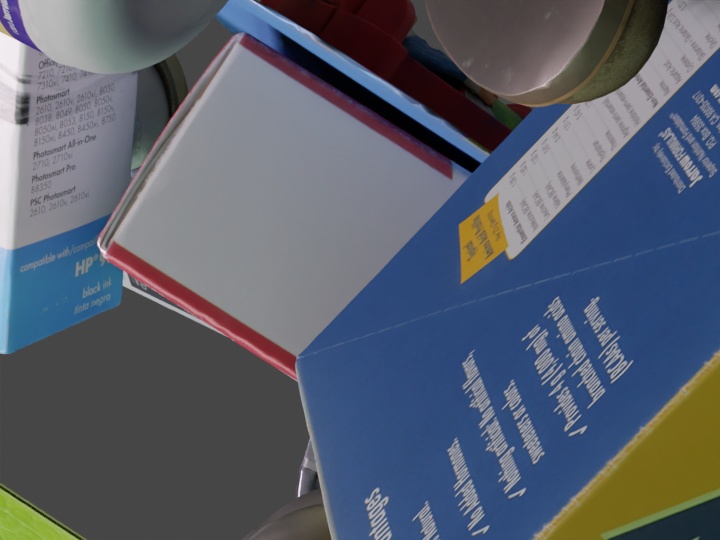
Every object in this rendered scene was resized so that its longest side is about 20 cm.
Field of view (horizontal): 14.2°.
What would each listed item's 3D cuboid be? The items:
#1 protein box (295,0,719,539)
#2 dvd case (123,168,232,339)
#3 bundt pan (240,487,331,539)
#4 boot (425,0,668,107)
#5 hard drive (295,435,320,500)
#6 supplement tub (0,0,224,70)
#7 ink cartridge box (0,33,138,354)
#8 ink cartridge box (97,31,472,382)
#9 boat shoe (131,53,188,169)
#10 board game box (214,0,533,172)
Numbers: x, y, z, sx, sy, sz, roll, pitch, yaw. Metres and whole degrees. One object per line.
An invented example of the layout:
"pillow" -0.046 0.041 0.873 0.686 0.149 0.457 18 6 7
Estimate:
"protein box" 0.105 0.028 0.692 0.135 0.200 0.199 40 -169 -18
"dvd case" -0.033 -0.003 1.145 0.200 0.025 0.150 26 158 18
"bundt pan" 0.036 0.135 0.775 0.202 0.076 0.202 42 -169 -10
"boot" 0.058 -0.088 0.695 0.075 0.074 0.200 29 -158 -18
"hard drive" -0.008 0.117 0.969 0.042 0.135 0.200 9 180 1
"supplement tub" -0.116 -0.154 0.755 0.200 0.145 0.145 27 157 13
"ink cartridge box" -0.136 -0.087 0.971 0.116 0.068 0.200 19 115 29
"ink cartridge box" 0.000 0.000 0.949 0.146 0.083 0.200 32 179 -1
"boat shoe" -0.154 -0.070 1.076 0.200 0.068 0.075 14 122 37
"board game box" 0.016 -0.066 0.904 0.158 0.039 0.200 33 179 15
